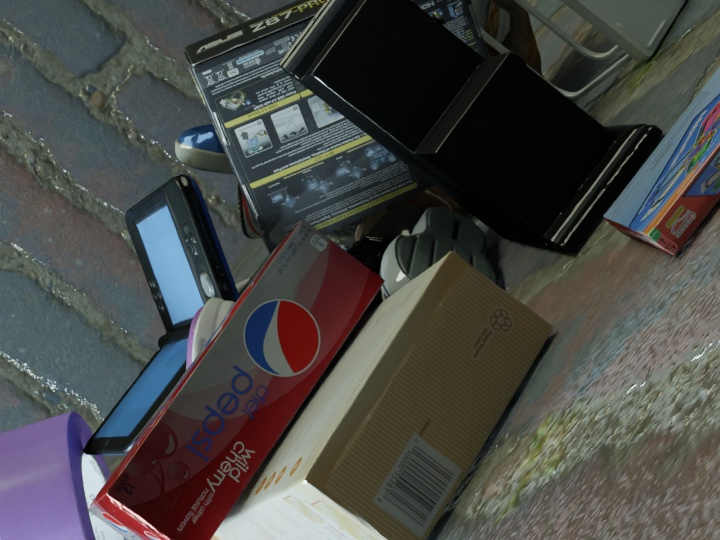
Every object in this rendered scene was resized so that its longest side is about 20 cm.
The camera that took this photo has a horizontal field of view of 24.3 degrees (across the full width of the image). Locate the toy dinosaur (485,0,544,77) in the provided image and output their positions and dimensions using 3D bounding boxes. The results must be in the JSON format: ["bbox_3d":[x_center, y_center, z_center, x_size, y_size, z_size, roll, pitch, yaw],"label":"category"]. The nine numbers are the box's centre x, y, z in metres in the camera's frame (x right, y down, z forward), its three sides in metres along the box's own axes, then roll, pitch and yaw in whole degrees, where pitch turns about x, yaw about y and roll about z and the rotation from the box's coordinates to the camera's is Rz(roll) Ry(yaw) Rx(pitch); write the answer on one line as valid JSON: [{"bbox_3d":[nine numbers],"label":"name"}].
[{"bbox_3d":[0.129,-0.145,1.321,0.200,0.060,0.106,79,-154,-55],"label":"toy dinosaur"}]

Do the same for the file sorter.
[{"bbox_3d":[0.172,-0.244,1.217,0.200,0.139,0.125,-56,7,-25],"label":"file sorter"}]

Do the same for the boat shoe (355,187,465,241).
[{"bbox_3d":[0.040,-0.042,1.385,0.072,0.076,0.200,-61,2,-12],"label":"boat shoe"}]

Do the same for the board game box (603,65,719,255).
[{"bbox_3d":[0.197,-0.096,0.824,0.200,0.019,0.103,-53,6,3],"label":"board game box"}]

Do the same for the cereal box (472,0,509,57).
[{"bbox_3d":[0.089,-0.181,1.342,0.200,0.039,0.144,20,-100,-75],"label":"cereal box"}]

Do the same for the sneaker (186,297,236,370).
[{"bbox_3d":[-0.060,0.117,1.060,0.075,0.100,0.200,-30,-61,-84],"label":"sneaker"}]

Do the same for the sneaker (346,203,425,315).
[{"bbox_3d":[0.000,0.000,1.201,0.073,0.112,0.200,-2,46,30],"label":"sneaker"}]

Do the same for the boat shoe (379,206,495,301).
[{"bbox_3d":[0.049,0.014,1.105,0.067,0.074,0.200,-66,-6,16],"label":"boat shoe"}]

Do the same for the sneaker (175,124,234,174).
[{"bbox_3d":[-0.049,-0.140,1.304,0.077,0.200,0.111,-97,2,-70],"label":"sneaker"}]

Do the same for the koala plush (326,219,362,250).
[{"bbox_3d":[-0.010,-0.101,1.647,0.177,0.184,0.200,-52,19,8],"label":"koala plush"}]

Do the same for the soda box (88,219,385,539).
[{"bbox_3d":[-0.070,0.071,0.956,0.200,0.063,0.070,-56,6,-23],"label":"soda box"}]

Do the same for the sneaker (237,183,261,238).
[{"bbox_3d":[-0.018,-0.065,1.377,0.093,0.070,0.200,-2,8,27],"label":"sneaker"}]

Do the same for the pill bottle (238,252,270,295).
[{"bbox_3d":[-0.074,0.082,1.321,0.200,0.113,0.113,-52,7,0],"label":"pill bottle"}]

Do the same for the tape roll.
[{"bbox_3d":[-0.229,0.216,1.321,0.066,0.200,0.200,-17,8,-1],"label":"tape roll"}]

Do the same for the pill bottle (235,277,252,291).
[{"bbox_3d":[-0.108,0.083,1.526,0.114,0.114,0.200,-56,8,-25],"label":"pill bottle"}]

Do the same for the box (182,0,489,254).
[{"bbox_3d":[-0.004,-0.121,1.186,0.200,0.161,0.049,-24,27,-3],"label":"box"}]

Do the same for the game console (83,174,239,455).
[{"bbox_3d":[-0.168,0.037,1.245,0.118,0.171,0.200,-21,1,-20],"label":"game console"}]

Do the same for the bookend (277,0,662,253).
[{"bbox_3d":[0.059,-0.109,1.044,0.092,0.200,0.199,-53,7,-1],"label":"bookend"}]

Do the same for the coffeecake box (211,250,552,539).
[{"bbox_3d":[0.002,0.093,0.935,0.154,0.073,0.200,-56,8,-25],"label":"coffeecake box"}]
